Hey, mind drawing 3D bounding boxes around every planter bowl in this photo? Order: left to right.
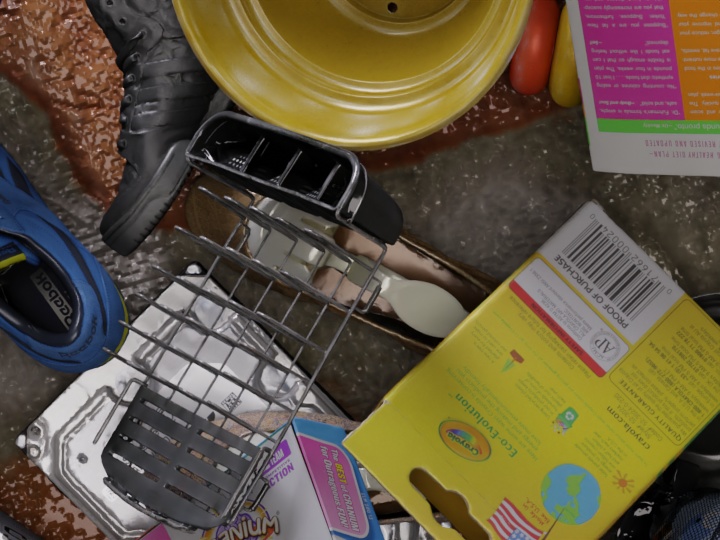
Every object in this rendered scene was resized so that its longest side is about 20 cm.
[{"bbox_3d":[0.007,-0.166,1.500,0.200,0.083,0.201,4,102,21],"label":"planter bowl"}]

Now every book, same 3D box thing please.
[{"bbox_3d":[0.165,-0.144,1.459,0.133,0.048,0.201,0,118,21],"label":"book"}]

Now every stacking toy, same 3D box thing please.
[{"bbox_3d":[0.129,-0.115,1.553,0.199,0.085,0.086,12,92,3],"label":"stacking toy"}]

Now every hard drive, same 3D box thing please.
[{"bbox_3d":[-0.067,0.112,1.575,0.140,0.038,0.200,-44,92,0],"label":"hard drive"}]

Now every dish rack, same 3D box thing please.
[{"bbox_3d":[-0.068,0.028,1.467,0.054,0.153,0.200,33,84,-33],"label":"dish rack"}]

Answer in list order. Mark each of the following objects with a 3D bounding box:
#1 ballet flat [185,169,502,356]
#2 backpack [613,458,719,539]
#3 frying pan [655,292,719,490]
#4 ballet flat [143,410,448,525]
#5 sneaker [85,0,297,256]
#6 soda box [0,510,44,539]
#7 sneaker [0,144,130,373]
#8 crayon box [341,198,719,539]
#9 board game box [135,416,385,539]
[{"bbox_3d":[0.000,0.000,1.554,0.200,0.072,0.068,29,93,-2],"label":"ballet flat"},{"bbox_3d":[0.201,0.224,1.496,0.200,0.154,0.191,45,68,-13],"label":"backpack"},{"bbox_3d":[0.215,0.094,1.583,0.115,0.031,0.190,-39,104,5],"label":"frying pan"},{"bbox_3d":[-0.016,0.105,1.523,0.199,0.067,0.068,-6,92,-1],"label":"ballet flat"},{"bbox_3d":[-0.109,-0.116,1.556,0.104,0.060,0.200,33,86,-4],"label":"sneaker"},{"bbox_3d":[-0.201,0.164,1.560,0.200,0.064,0.069,34,91,-3],"label":"soda box"},{"bbox_3d":[-0.200,-0.027,1.534,0.200,0.078,0.066,45,93,12],"label":"sneaker"},{"bbox_3d":[0.091,0.074,1.490,0.127,0.051,0.200,45,63,6],"label":"crayon box"},{"bbox_3d":[-0.040,0.196,1.441,0.153,0.040,0.200,-38,57,29],"label":"board game box"}]
